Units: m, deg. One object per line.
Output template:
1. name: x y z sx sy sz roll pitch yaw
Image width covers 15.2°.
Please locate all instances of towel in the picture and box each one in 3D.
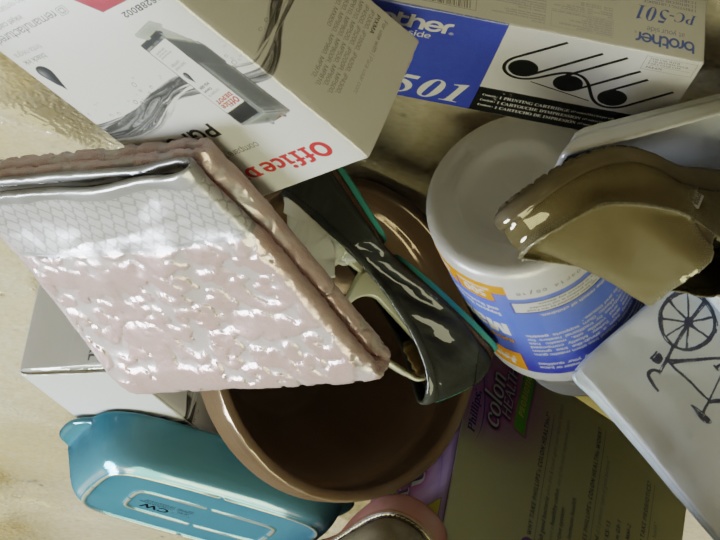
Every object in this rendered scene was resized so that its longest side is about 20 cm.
1. towel: -0.108 0.004 1.519 0.199 0.032 0.191 -4 137 41

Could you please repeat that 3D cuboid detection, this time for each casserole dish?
1. casserole dish: -0.101 0.143 1.741 0.199 0.039 0.121 18 153 -16

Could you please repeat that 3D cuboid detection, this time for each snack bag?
1. snack bag: 0.251 0.065 1.616 0.189 0.200 0.021 50 -177 -3

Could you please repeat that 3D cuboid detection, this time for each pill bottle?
1. pill bottle: 0.115 0.000 1.650 0.112 0.112 0.200 -2 152 16

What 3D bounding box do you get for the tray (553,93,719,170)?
1. tray: 0.188 -0.072 1.515 0.199 0.022 0.107 -15 159 -17

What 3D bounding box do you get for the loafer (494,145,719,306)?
1. loafer: 0.156 -0.021 1.482 0.200 0.068 0.076 -1 151 -44

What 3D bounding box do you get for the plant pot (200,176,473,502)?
1. plant pot: -0.032 0.045 1.695 0.200 0.202 0.093 23 163 -30

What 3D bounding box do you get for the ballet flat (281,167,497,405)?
1. ballet flat: 0.000 0.000 1.621 0.200 0.068 0.068 50 172 -6

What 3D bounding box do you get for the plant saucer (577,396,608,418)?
1. plant saucer: 0.134 0.110 1.940 0.199 0.049 0.200 -2 153 17

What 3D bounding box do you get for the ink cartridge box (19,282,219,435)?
1. ink cartridge box: -0.124 0.041 1.751 0.083 0.146 0.200 -4 152 27

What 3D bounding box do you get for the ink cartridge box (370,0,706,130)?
1. ink cartridge box: 0.081 -0.126 1.482 0.199 0.044 0.094 10 152 -8

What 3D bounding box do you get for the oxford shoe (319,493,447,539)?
1. oxford shoe: -0.024 0.213 1.709 0.071 0.074 0.200 38 134 -2

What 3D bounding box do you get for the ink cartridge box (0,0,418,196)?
1. ink cartridge box: -0.093 -0.129 1.418 0.200 0.083 0.147 38 147 -26

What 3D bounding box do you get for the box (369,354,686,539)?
1. box: 0.111 0.176 1.810 0.200 0.176 0.097 33 136 -23
